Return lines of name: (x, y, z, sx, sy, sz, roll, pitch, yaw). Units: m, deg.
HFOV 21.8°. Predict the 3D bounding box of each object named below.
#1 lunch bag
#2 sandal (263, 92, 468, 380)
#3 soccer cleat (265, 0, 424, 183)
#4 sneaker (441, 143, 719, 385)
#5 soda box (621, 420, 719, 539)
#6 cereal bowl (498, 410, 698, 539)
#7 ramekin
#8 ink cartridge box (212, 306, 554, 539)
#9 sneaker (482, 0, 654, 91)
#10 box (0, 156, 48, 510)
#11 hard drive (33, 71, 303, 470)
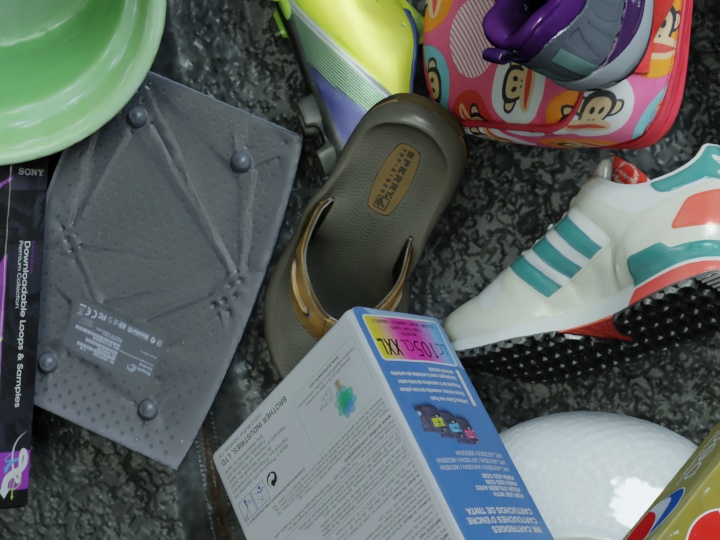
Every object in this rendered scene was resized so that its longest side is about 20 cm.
lunch bag: (0.106, -0.161, 0.916, 0.082, 0.176, 0.201, 5, 94, -27)
sandal: (0.000, 0.000, 0.980, 0.081, 0.055, 0.200, 25, 125, -4)
soccer cleat: (-0.008, -0.142, 1.009, 0.083, 0.065, 0.201, -17, 89, -5)
sneaker: (0.122, -0.004, 0.963, 0.199, 0.070, 0.094, -22, 57, 46)
soda box: (0.183, 0.126, 0.915, 0.068, 0.064, 0.200, 45, 59, 1)
cereal bowl: (0.119, 0.177, 0.984, 0.199, 0.083, 0.201, 1, 95, 14)
ramekin: (-0.202, -0.163, 0.971, 0.199, 0.098, 0.201, -4, 128, -5)
ink cartridge box: (0.019, 0.140, 0.949, 0.136, 0.076, 0.201, -47, 53, 32)
sneaker: (0.090, -0.182, 0.810, 0.074, 0.087, 0.201, -2, 87, 40)
box: (-0.247, 0.026, 1.057, 0.142, 0.036, 0.201, 5, 91, 30)
hard drive: (-0.116, -0.005, 1.045, 0.134, 0.042, 0.201, 23, 100, 10)
